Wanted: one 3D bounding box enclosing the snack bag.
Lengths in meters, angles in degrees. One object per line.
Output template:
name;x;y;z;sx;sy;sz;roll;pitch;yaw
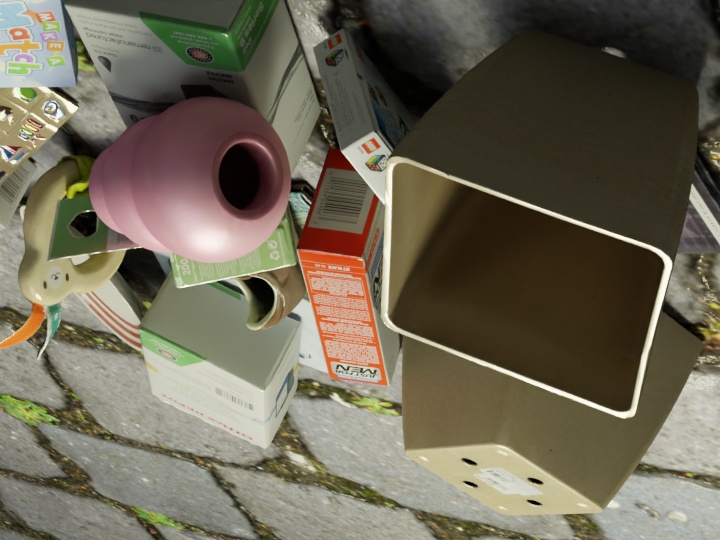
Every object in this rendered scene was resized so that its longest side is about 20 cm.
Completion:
snack bag;-0.108;0.037;1.877;0.198;0.022;0.189;19;157;20

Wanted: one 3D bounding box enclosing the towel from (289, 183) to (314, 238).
towel;-0.044;-0.012;1.752;0.146;0.022;0.200;-5;142;44

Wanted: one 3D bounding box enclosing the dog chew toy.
dog chew toy;-0.143;-0.067;1.431;0.124;0.125;0.199;39;156;-30

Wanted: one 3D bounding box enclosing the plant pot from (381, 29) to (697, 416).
plant pot;0.140;-0.050;1.312;0.198;0.178;0.201;20;146;13

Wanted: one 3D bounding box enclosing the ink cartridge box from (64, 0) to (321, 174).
ink cartridge box;-0.127;-0.166;1.458;0.145;0.085;0.201;12;152;20

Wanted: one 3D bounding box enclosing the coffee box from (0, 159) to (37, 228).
coffee box;-0.427;-0.127;1.785;0.112;0.080;0.200;-1;145;40

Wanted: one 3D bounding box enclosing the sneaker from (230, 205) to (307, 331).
sneaker;-0.103;-0.033;1.662;0.070;0.076;0.201;4;134;38

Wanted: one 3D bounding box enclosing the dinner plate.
dinner plate;-0.280;0.004;1.919;0.200;0.024;0.201;41;163;15

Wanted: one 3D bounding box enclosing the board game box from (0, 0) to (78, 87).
board game box;-0.342;-0.206;1.538;0.198;0.037;0.152;-2;153;-3

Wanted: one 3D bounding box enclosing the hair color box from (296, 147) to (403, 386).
hair color box;0.000;0.000;1.613;0.063;0.112;0.201;8;147;13

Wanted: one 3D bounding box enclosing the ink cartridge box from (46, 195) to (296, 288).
ink cartridge box;-0.157;-0.033;1.553;0.198;0.146;0.048;-11;113;-1

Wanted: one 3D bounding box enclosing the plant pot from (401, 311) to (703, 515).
plant pot;0.148;0.107;1.619;0.199;0.179;0.199;34;154;-30

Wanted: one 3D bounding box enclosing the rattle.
rattle;-0.249;-0.006;1.726;0.141;0.201;0.131;11;152;23

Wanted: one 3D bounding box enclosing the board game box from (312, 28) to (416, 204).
board game box;0.035;-0.081;1.447;0.034;0.127;0.200;-28;133;13

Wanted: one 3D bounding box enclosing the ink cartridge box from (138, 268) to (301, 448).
ink cartridge box;-0.142;0.092;1.893;0.144;0.088;0.200;25;157;8

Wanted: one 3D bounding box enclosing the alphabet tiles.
alphabet tiles;-0.384;-0.133;1.693;0.167;0.008;0.200;32;125;-32

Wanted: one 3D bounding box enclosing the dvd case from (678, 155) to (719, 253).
dvd case;0.194;-0.062;1.468;0.199;0.016;0.149;1;145;40
